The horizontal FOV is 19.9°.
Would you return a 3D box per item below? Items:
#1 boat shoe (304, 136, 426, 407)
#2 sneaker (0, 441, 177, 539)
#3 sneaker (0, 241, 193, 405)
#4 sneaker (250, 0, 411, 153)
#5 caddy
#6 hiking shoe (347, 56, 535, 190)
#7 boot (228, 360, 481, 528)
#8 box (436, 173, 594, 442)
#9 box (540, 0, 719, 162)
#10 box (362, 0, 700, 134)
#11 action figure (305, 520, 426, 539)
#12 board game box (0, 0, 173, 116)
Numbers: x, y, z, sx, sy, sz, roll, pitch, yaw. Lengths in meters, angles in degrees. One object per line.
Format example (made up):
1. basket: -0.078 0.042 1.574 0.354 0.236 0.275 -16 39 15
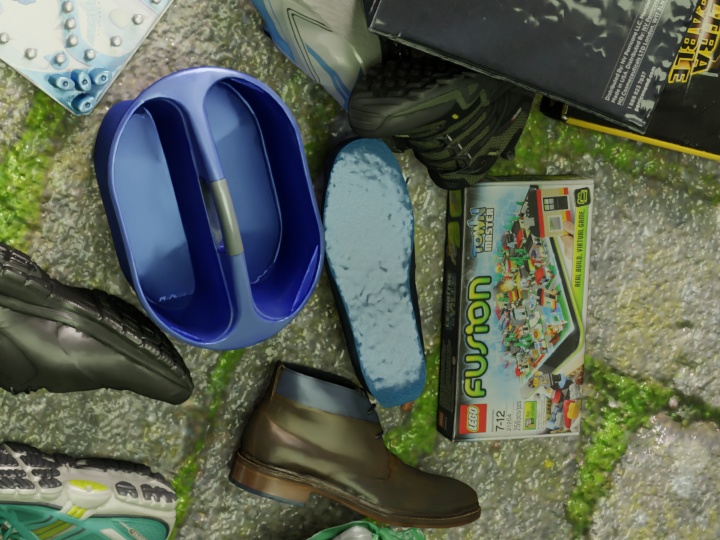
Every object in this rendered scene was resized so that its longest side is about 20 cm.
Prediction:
1. boat shoe: 0.000 0.000 1.504 0.084 0.069 0.201 -5 102 -11
2. sneaker: -0.227 0.174 1.452 0.199 0.078 0.080 13 105 -22
3. sneaker: -0.212 0.052 1.440 0.199 0.076 0.091 28 100 -16
4. sneaker: -0.021 -0.162 1.470 0.200 0.072 0.072 52 53 -33
5. caddy: -0.105 -0.045 1.432 0.141 0.105 0.201 -18 107 -15
6. hiking shoe: 0.065 -0.101 1.468 0.200 0.076 0.101 -17 115 -48
7. boot: 0.008 0.131 1.528 0.199 0.075 0.097 12 100 -20
8. box: 0.118 0.028 1.569 0.110 0.035 0.201 -2 102 -20
9. box: 0.237 -0.195 1.561 0.159 0.049 0.201 13 96 -20
10. box: 0.111 -0.203 1.394 0.198 0.200 0.124 18 107 -9
11. action figure: -0.041 0.239 1.513 0.199 0.055 0.118 -29 122 8
12. board game box: -0.206 -0.240 1.399 0.200 0.026 0.200 38 87 -22
